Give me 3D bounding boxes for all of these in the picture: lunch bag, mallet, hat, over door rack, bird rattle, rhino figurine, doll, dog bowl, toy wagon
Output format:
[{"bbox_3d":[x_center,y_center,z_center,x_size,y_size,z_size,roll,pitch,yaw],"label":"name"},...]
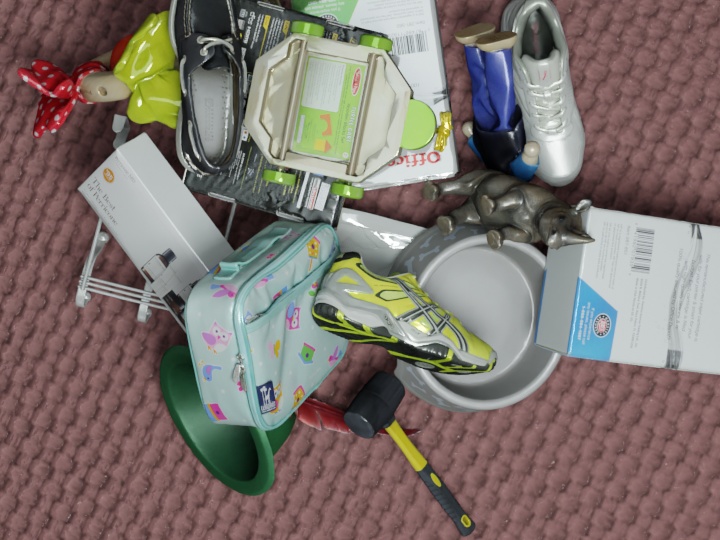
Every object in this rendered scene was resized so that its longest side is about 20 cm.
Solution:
[{"bbox_3d":[-0.083,0.047,1.606,0.077,0.200,0.161,8,119,26],"label":"lunch bag"},{"bbox_3d":[0.052,0.200,1.729,0.066,0.041,0.201,-41,109,-34],"label":"mallet"},{"bbox_3d":[-0.084,0.123,1.762,0.176,0.165,0.201,-34,108,-32],"label":"hat"},{"bbox_3d":[-0.200,-0.045,1.754,0.147,0.067,0.201,13,92,1],"label":"over door rack"},{"bbox_3d":[-0.236,-0.192,1.715,0.199,0.163,0.113,-12,108,35],"label":"bird rattle"},{"bbox_3d":[0.154,-0.055,1.632,0.087,0.200,0.060,-16,113,-34],"label":"rhino figurine"},{"bbox_3d":[0.142,-0.141,1.704,0.048,0.136,0.201,-22,118,-21],"label":"doll"},{"bbox_3d":[0.120,0.049,1.710,0.199,0.059,0.201,-2,97,-17],"label":"dog bowl"},{"bbox_3d":[-0.009,-0.148,1.624,0.199,0.040,0.156,12,94,8],"label":"toy wagon"}]

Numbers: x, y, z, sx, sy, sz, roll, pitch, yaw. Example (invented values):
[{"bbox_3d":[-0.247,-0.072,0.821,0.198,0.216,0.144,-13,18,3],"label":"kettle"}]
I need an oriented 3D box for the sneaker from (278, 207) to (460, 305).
[{"bbox_3d":[0.000,0.000,1.742,0.199,0.074,0.116,15,89,1],"label":"sneaker"}]

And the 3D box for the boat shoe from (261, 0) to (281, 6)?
[{"bbox_3d":[-0.131,-0.308,1.741,0.071,0.076,0.201,-34,88,5],"label":"boat shoe"}]

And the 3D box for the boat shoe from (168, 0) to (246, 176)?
[{"bbox_3d":[-0.143,-0.191,1.620,0.073,0.060,0.201,2,94,-24],"label":"boat shoe"}]

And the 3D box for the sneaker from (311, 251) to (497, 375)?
[{"bbox_3d":[0.052,0.044,1.621,0.199,0.075,0.077,25,70,-26],"label":"sneaker"}]

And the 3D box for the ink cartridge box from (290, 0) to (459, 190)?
[{"bbox_3d":[0.017,-0.183,1.731,0.145,0.084,0.201,-7,91,5],"label":"ink cartridge box"}]

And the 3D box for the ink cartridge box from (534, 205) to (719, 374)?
[{"bbox_3d":[0.286,0.020,1.689,0.199,0.084,0.146,8,91,-20],"label":"ink cartridge box"}]

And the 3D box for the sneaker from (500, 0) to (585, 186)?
[{"bbox_3d":[0.181,-0.183,1.715,0.077,0.099,0.201,-13,90,3],"label":"sneaker"}]

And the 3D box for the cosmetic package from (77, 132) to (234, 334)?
[{"bbox_3d":[-0.187,-0.029,1.677,0.082,0.051,0.200,-38,90,39],"label":"cosmetic package"}]

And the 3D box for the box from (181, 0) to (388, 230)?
[{"bbox_3d":[-0.075,-0.155,1.677,0.159,0.049,0.201,15,95,7],"label":"box"}]
